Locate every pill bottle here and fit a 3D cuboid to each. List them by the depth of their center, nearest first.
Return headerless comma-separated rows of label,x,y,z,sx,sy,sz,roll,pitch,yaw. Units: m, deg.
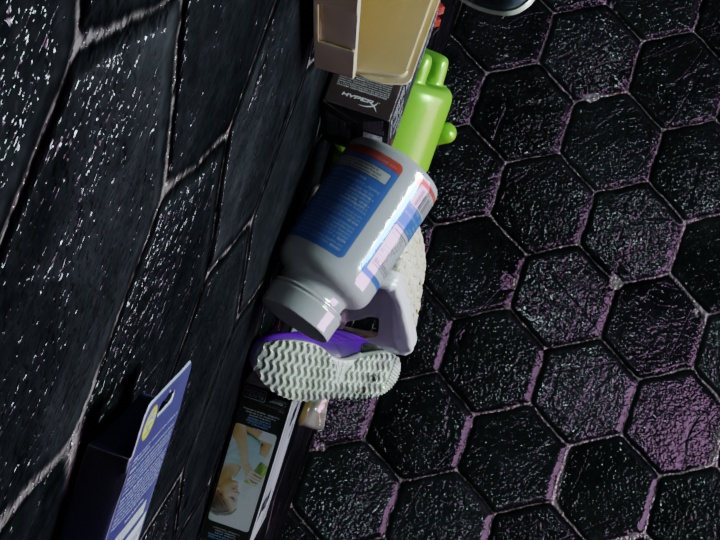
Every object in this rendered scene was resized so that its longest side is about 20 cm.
pill bottle,-0.016,-0.030,1.414,0.200,0.112,0.112,-56,173,-13

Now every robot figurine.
robot figurine,0.036,-0.169,1.605,0.175,0.116,0.200,-10,122,-61

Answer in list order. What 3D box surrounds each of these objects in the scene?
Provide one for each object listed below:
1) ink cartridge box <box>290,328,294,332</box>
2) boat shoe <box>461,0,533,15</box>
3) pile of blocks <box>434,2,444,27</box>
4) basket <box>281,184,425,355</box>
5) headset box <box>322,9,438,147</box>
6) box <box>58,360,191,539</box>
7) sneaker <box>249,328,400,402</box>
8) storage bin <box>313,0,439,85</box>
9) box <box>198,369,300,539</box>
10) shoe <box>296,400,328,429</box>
ink cartridge box,-0.064,0.074,1.931,0.200,0.045,0.176,36,73,-87
boat shoe,0.109,-0.340,1.408,0.075,0.200,0.062,-31,148,-7
pile of blocks,0.088,-0.372,1.861,0.082,0.062,0.200,87,22,-81
basket,0.000,0.000,1.574,0.200,0.136,0.123,75,26,-62
headset box,0.027,-0.236,1.432,0.149,0.077,0.200,92,16,-80
box,-0.158,0.155,0.849,0.121,0.032,0.200,-58,167,-79
sneaker,-0.057,0.097,1.534,0.200,0.100,0.070,11,107,-42
storage bin,0.029,-0.274,1.082,0.200,0.094,0.199,98,11,-76
box,-0.121,0.211,1.571,0.117,0.060,0.200,-58,166,-77
shoe,-0.067,0.210,2.610,0.070,0.053,0.200,96,13,-77
